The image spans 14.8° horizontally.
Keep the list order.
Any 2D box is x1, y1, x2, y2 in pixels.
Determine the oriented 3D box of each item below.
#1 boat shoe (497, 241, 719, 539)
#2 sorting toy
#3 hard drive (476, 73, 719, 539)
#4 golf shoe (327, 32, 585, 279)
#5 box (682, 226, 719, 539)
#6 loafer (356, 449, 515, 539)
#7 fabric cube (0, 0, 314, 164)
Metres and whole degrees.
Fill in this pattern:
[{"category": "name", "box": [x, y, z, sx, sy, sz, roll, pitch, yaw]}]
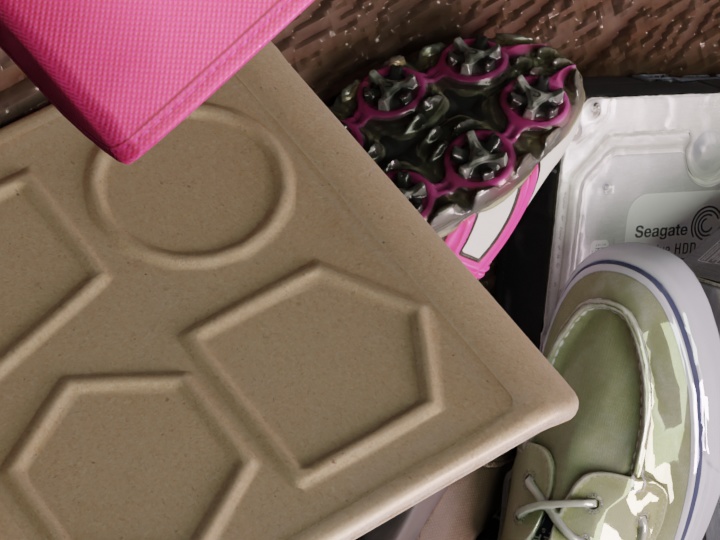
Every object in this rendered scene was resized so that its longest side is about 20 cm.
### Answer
[{"category": "boat shoe", "box": [0.081, 0.091, 0.962, 0.062, 0.072, 0.201, -19, 118, -52]}, {"category": "sorting toy", "box": [-0.062, 0.022, 0.849, 0.200, 0.185, 0.037, -25, 149, -27]}, {"category": "hard drive", "box": [0.113, 0.028, 1.038, 0.139, 0.038, 0.201, -3, 105, -33]}, {"category": "golf shoe", "box": [0.000, 0.000, 0.944, 0.200, 0.073, 0.092, -42, 148, -14]}, {"category": "box", "box": [0.198, 0.020, 1.042, 0.200, 0.048, 0.159, -39, 131, -37]}, {"category": "loafer", "box": [-0.004, 0.117, 0.956, 0.200, 0.073, 0.071, -49, 129, -21]}, {"category": "fabric cube", "box": [-0.076, -0.185, 0.662, 0.196, 0.200, 0.199, -44, 123, -3]}]
